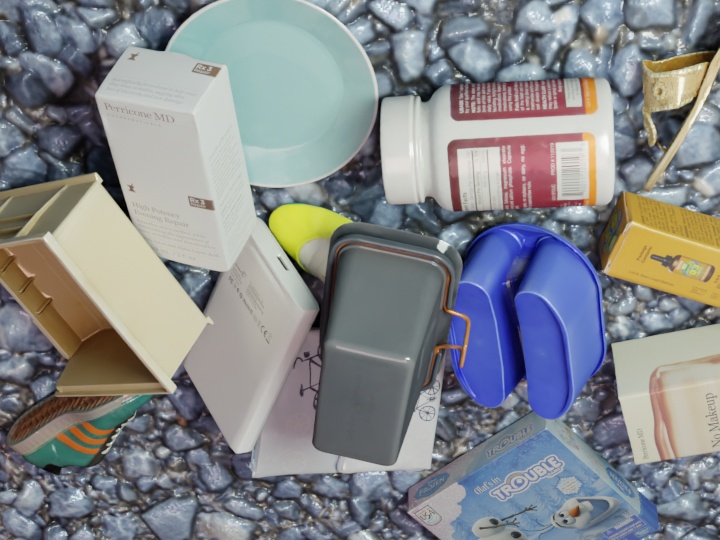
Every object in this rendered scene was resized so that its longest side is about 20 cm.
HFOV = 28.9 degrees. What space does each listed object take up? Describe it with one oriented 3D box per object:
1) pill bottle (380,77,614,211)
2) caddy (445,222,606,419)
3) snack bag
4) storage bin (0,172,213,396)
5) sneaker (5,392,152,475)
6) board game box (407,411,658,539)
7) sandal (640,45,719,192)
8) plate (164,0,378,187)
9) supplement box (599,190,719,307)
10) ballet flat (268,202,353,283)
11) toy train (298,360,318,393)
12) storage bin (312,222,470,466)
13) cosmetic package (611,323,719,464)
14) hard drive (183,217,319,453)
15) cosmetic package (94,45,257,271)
[{"bbox_3d":[0.121,-0.110,1.240,0.199,0.114,0.114,-2,126,7],"label":"pill bottle"},{"bbox_3d":[0.163,0.048,1.362,0.141,0.105,0.200,9,131,26],"label":"caddy"},{"bbox_3d":[-0.013,0.135,1.447,0.199,0.021,0.189,0,119,-13],"label":"snack bag"},{"bbox_3d":[-0.279,0.020,1.345,0.198,0.094,0.200,-7,130,41],"label":"storage bin"},{"bbox_3d":[-0.285,0.162,1.507,0.200,0.071,0.080,-26,125,27],"label":"sneaker"},{"bbox_3d":[0.191,0.265,1.556,0.200,0.043,0.199,-36,115,27],"label":"board game box"},{"bbox_3d":[0.280,-0.174,1.219,0.070,0.078,0.212,33,119,5],"label":"sandal"},{"bbox_3d":[-0.082,-0.165,1.272,0.199,0.026,0.201,2,126,3],"label":"plate"},{"bbox_3d":[0.331,-0.011,1.327,0.199,0.069,0.067,15,125,-9],"label":"supplement box"},{"bbox_3d":[0.000,0.000,1.360,0.200,0.067,0.067,28,125,-15],"label":"ballet flat"},{"bbox_3d":[-0.050,0.130,1.479,0.056,0.042,0.200,-13,125,27],"label":"toy train"},{"bbox_3d":[0.022,0.081,1.289,0.145,0.135,0.200,12,137,4],"label":"storage bin"},{"bbox_3d":[0.361,0.117,1.404,0.199,0.087,0.104,-13,125,14],"label":"cosmetic package"},{"bbox_3d":[-0.112,0.066,1.386,0.027,0.132,0.200,-5,136,-37],"label":"hard drive"},{"bbox_3d":[-0.162,-0.097,1.262,0.101,0.074,0.200,12,142,18],"label":"cosmetic package"}]
